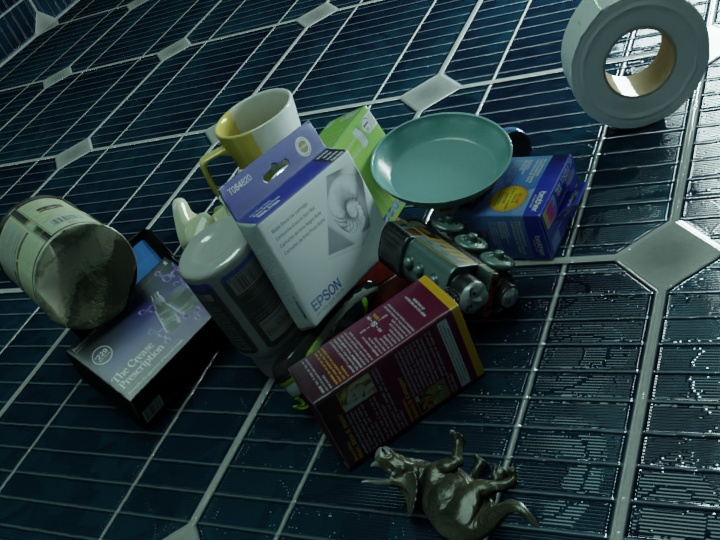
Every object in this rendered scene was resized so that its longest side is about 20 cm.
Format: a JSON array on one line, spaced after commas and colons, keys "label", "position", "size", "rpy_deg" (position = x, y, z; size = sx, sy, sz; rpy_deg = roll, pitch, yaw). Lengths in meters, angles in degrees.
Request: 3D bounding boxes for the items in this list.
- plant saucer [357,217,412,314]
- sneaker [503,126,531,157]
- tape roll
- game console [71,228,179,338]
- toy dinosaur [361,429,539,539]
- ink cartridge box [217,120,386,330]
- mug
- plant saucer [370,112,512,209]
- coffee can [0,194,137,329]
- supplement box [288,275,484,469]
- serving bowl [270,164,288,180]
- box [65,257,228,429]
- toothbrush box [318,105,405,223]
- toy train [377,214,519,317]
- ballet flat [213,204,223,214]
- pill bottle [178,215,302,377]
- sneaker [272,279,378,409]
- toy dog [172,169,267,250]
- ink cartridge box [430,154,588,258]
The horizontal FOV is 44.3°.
[{"label": "plant saucer", "position": [0.000, 0.000, 1.266], "size": [0.197, 0.037, 0.201], "rpy_deg": [-30, 34, -4]}, {"label": "sneaker", "position": [0.165, -0.155, 1.343], "size": [0.197, 0.067, 0.079], "rpy_deg": [-29, 17, 0]}, {"label": "tape roll", "position": [0.389, -0.310, 1.261], "size": [0.198, 0.205, 0.071], "rpy_deg": [-18, 34, 12]}, {"label": "game console", "position": [-0.331, 0.051, 1.351], "size": [0.174, 0.118, 0.200], "rpy_deg": [16, 52, 46]}, {"label": "toy dinosaur", "position": [0.101, 0.228, 0.877], "size": [0.103, 0.077, 0.198], "rpy_deg": [-50, 43, -13]}, {"label": "ink cartridge box", "position": [-0.060, -0.065, 1.113], "size": [0.040, 0.202, 0.200], "rpy_deg": [-15, 23, 45]}, {"label": "mug", "position": [-0.173, -0.208, 1.556], "size": [0.183, 0.155, 0.151], "rpy_deg": [-14, 35, 19]}, {"label": "plant saucer", "position": [0.112, -0.146, 1.218], "size": [0.195, 0.036, 0.203], "rpy_deg": [-7, 43, 7]}, {"label": "coffee can", "position": [-0.423, -0.015, 1.261], "size": [0.146, 0.148, 0.198], "rpy_deg": [-40, 34, -20]}, {"label": "supplement box", "position": [0.031, 0.116, 1.021], "size": [0.198, 0.112, 0.086], "rpy_deg": [-33, 33, -10]}, {"label": "serving bowl", "position": [-0.047, -0.134, 1.434], "size": [0.195, 0.067, 0.201], "rpy_deg": [-11, 27, 6]}, {"label": "box", "position": [-0.292, 0.098, 1.256], "size": [0.139, 0.080, 0.200], "rpy_deg": [27, 59, 27]}, {"label": "toothbrush box", "position": [-0.023, -0.108, 1.247], "size": [0.085, 0.146, 0.202], "rpy_deg": [-15, 33, 43]}, {"label": "toy train", "position": [0.109, -0.006, 1.116], "size": [0.112, 0.087, 0.200], "rpy_deg": [-7, 30, -33]}, {"label": "ballet flat", "position": [-0.190, -0.068, 1.467], "size": [0.197, 0.072, 0.071], "rpy_deg": [8, 46, 41]}, {"label": "pill bottle", "position": [-0.140, 0.039, 1.153], "size": [0.112, 0.202, 0.115], "rpy_deg": [-20, 36, 15]}, {"label": "sneaker", "position": [-0.033, 0.097, 1.129], "size": [0.200, 0.083, 0.071], "rpy_deg": [-46, 10, -31]}, {"label": "toy dog", "position": [-0.160, -0.056, 1.314], "size": [0.196, 0.140, 0.198], "rpy_deg": [-19, 61, 16]}, {"label": "ink cartridge box", "position": [0.213, -0.087, 1.202], "size": [0.196, 0.077, 0.137], "rpy_deg": [3, 43, 34]}]
